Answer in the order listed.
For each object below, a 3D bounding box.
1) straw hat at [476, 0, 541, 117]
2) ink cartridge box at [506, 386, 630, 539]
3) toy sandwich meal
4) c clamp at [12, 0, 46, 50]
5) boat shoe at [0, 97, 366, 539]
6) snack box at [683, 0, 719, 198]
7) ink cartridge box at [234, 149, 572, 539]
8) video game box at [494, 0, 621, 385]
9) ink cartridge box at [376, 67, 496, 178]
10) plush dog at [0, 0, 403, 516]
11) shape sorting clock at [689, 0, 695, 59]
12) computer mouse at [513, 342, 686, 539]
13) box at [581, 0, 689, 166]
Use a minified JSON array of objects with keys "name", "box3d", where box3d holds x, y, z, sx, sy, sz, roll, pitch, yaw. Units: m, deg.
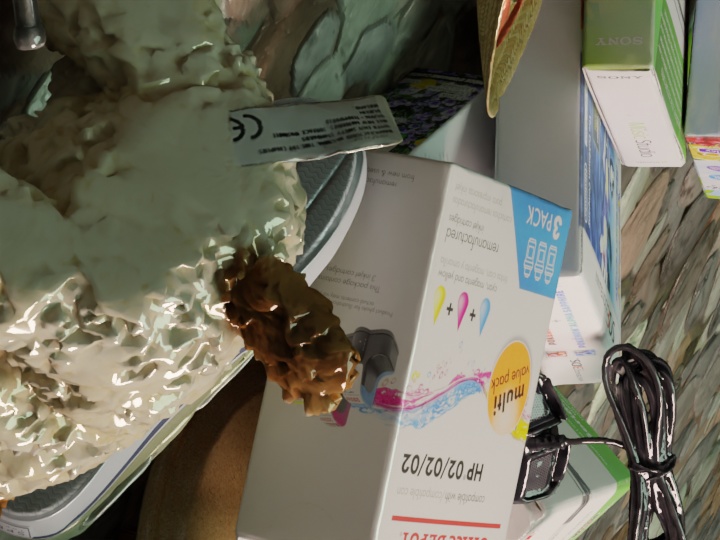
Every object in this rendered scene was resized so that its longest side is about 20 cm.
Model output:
[{"name":"straw hat","box3d":[0.035,-0.161,0.797,0.201,0.085,0.202,15,90,-83]},{"name":"ink cartridge box","box3d":[0.054,0.141,1.180,0.145,0.084,0.200,-44,165,14]},{"name":"toy sandwich meal","box3d":[-0.061,0.138,0.962,0.205,0.070,0.207,5,84,-59]},{"name":"c clamp","box3d":[-0.055,-0.173,0.603,0.200,0.027,0.172,-38,128,-53]},{"name":"boat shoe","box3d":[-0.073,0.018,0.803,0.200,0.072,0.062,-47,168,-13]},{"name":"snack box","box3d":[0.203,-0.147,1.087,0.142,0.053,0.201,35,61,-72]},{"name":"ink cartridge box","box3d":[0.016,0.059,0.864,0.115,0.068,0.201,14,87,-58]},{"name":"video game box","box3d":[0.098,-0.063,1.027,0.182,0.046,0.201,60,31,-70]},{"name":"ink cartridge box","box3d":[0.000,0.000,0.936,0.200,0.050,0.110,-41,133,-46]},{"name":"plush dog","box3d":[-0.084,0.005,0.660,0.200,0.160,0.172,-53,-178,-27]},{"name":"shape sorting clock","box3d":[0.169,-0.159,1.173,0.200,0.039,0.201,14,90,-76]},{"name":"computer mouse","box3d":[0.067,0.102,1.047,0.046,0.199,0.141,-59,137,-62]},{"name":"box","box3d":[0.132,-0.164,1.000,0.144,0.036,0.201,47,44,-70]}]
